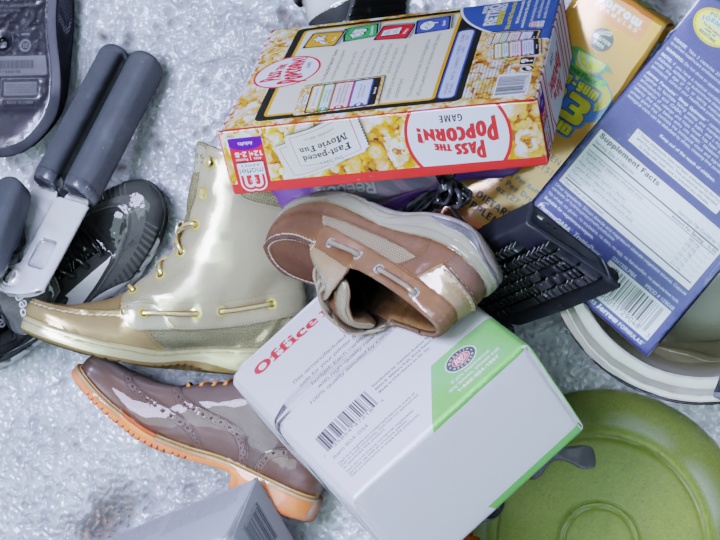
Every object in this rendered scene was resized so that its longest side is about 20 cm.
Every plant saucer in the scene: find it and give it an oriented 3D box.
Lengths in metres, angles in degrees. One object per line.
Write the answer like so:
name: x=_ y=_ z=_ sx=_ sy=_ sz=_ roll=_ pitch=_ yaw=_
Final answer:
plant saucer: x=0.164 y=0.182 z=1.452 sx=0.198 sy=0.031 sz=0.202 roll=1 pitch=93 yaw=14

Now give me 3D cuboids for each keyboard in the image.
keyboard: x=0.081 y=-0.012 z=1.352 sx=0.127 sy=0.200 sz=0.021 roll=38 pitch=73 yaw=-6

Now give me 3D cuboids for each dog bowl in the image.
dog bowl: x=0.223 y=-0.016 z=1.398 sx=0.198 sy=0.074 sz=0.202 roll=1 pitch=95 yaw=12

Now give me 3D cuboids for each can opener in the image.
can opener: x=-0.204 y=-0.075 z=1.471 sx=0.053 sy=0.067 sz=0.201 roll=15 pitch=70 yaw=29

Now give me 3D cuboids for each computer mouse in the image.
computer mouse: x=-0.240 y=-0.177 z=1.528 sx=0.137 sy=0.053 sz=0.202 roll=5 pitch=85 yaw=12

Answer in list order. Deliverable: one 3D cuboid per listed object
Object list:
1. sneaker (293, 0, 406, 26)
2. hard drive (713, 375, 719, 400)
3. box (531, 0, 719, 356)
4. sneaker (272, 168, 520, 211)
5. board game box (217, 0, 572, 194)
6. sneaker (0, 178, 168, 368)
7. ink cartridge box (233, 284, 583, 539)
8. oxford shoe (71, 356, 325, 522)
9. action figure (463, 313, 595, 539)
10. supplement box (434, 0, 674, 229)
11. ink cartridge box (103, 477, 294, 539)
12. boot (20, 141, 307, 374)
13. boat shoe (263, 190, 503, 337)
sneaker: x=-0.021 y=-0.208 z=1.463 sx=0.088 sy=0.074 sz=0.202 roll=4 pitch=96 yaw=33
hard drive: x=0.328 y=0.049 z=1.341 sx=0.199 sy=0.042 sz=0.136 roll=16 pitch=99 yaw=-25
box: x=0.199 y=-0.061 z=1.345 sx=0.121 sy=0.032 sz=0.200 roll=41 pitch=103 yaw=6
sneaker: x=0.020 y=-0.069 z=1.410 sx=0.199 sy=0.081 sz=0.089 roll=0 pitch=123 yaw=23
board game box: x=0.025 y=-0.112 z=1.340 sx=0.198 sy=0.152 sz=0.047 roll=-4 pitch=120 yaw=16
sneaker: x=-0.220 y=0.008 z=1.510 sx=0.200 sy=0.090 sz=0.067 roll=-36 pitch=85 yaw=14
ink cartridge box: x=0.025 y=0.084 z=1.374 sx=0.145 sy=0.200 sz=0.084 roll=-41 pitch=121 yaw=-6
oxford shoe: x=-0.106 y=0.100 z=1.502 sx=0.199 sy=0.071 sz=0.073 roll=27 pitch=96 yaw=1
action figure: x=0.060 y=0.122 z=1.424 sx=0.193 sy=0.104 sz=0.202 roll=13 pitch=88 yaw=46
supplement box: x=0.127 y=-0.098 z=1.426 sx=0.066 sy=0.069 sz=0.201 roll=34 pitch=99 yaw=9
ink cartridge box: x=-0.121 y=0.266 z=1.483 sx=0.199 sy=0.084 sz=0.176 roll=-23 pitch=106 yaw=22
boot: x=-0.128 y=-0.012 z=1.474 sx=0.198 sy=0.073 sz=0.157 roll=6 pitch=94 yaw=-9
boat shoe: x=0.000 y=0.000 z=1.358 sx=0.072 sy=0.199 sz=0.076 roll=-53 pitch=123 yaw=-22
